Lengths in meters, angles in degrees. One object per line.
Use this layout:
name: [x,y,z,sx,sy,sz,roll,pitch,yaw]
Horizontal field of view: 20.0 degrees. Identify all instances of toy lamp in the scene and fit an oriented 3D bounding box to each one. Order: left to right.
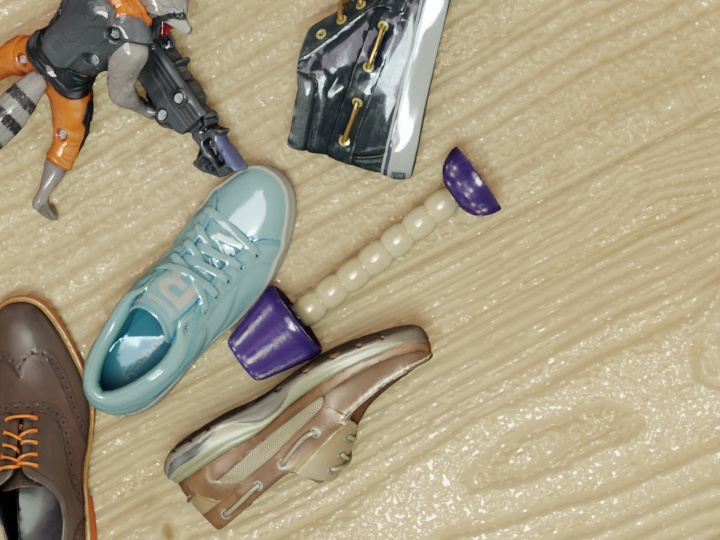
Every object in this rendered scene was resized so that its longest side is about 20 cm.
toy lamp: [0.000,0.000,1.347,0.199,0.058,0.058,-36,87,3]

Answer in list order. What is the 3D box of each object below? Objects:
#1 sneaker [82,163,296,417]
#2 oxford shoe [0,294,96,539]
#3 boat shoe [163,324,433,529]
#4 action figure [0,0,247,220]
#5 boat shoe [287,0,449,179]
sneaker: [-0.111,0.016,1.343,0.074,0.082,0.201,34,92,4]
oxford shoe: [-0.214,0.116,1.359,0.070,0.073,0.202,-11,89,6]
boat shoe: [-0.033,0.103,1.346,0.199,0.076,0.072,-31,91,14]
action figure: [-0.171,-0.120,1.338,0.194,0.104,0.200,-46,79,18]
boat shoe: [0.011,-0.166,1.334,0.090,0.071,0.202,12,94,1]
